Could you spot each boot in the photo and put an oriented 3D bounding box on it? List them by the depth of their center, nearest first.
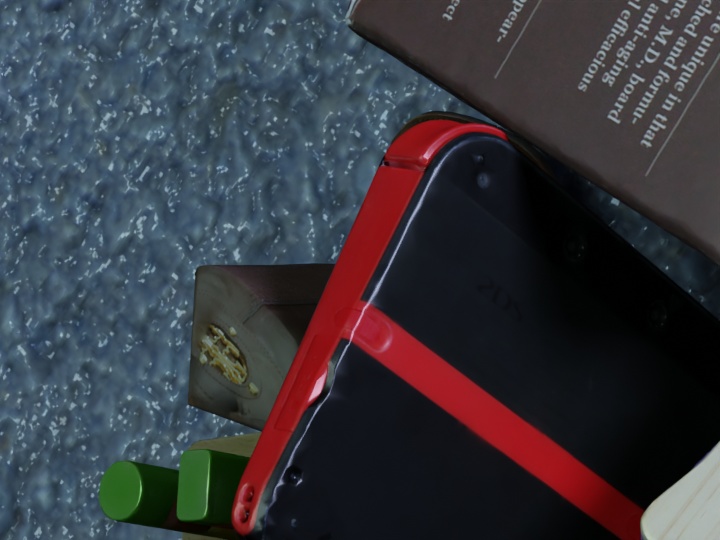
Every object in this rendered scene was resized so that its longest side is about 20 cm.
[{"bbox_3d":[0.000,0.000,0.879,0.186,0.199,0.064,44,129,40],"label":"boot"}]

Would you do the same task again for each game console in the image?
[{"bbox_3d":[0.057,0.061,0.812,0.031,0.200,0.177,0,59,54],"label":"game console"}]

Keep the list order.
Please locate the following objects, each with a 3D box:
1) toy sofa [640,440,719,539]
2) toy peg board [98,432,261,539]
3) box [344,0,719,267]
[{"bbox_3d":[0.188,0.059,0.782,0.097,0.083,0.200,35,78,21],"label":"toy sofa"},{"bbox_3d":[-0.021,0.153,0.907,0.199,0.098,0.200,-11,72,37],"label":"toy peg board"},{"bbox_3d":[0.139,-0.097,0.845,0.200,0.166,0.165,35,97,33],"label":"box"}]
